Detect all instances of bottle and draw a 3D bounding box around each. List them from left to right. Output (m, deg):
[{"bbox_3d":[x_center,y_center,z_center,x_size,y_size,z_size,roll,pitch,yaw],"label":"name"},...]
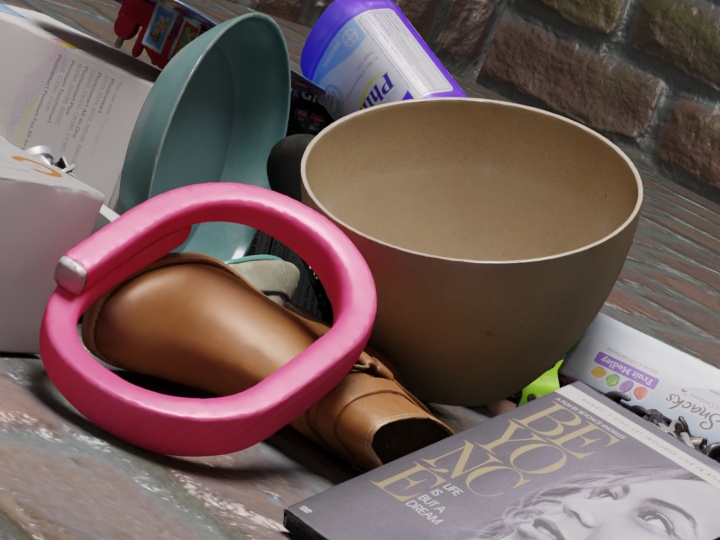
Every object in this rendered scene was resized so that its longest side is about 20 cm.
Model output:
[{"bbox_3d":[0.036,-0.094,1.600,0.065,0.084,0.200,-10,54,-40],"label":"bottle"}]

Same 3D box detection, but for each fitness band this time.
[{"bbox_3d":[-0.077,0.022,1.262,0.144,0.037,0.200,36,42,17],"label":"fitness band"}]

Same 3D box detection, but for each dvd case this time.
[{"bbox_3d":[0.086,0.119,1.165,0.200,0.016,0.149,-20,35,-35],"label":"dvd case"}]

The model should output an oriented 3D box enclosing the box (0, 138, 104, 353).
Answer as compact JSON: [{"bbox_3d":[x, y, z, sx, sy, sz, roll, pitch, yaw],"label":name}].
[{"bbox_3d":[-0.260,-0.041,1.282,0.200,0.098,0.124,27,10,30],"label":"box"}]

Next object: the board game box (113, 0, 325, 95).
[{"bbox_3d":[-0.122,-0.146,1.591,0.200,0.039,0.158,29,-4,-42],"label":"board game box"}]

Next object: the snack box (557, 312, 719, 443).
[{"bbox_3d":[0.220,0.116,1.455,0.200,0.053,0.142,26,-21,22],"label":"snack box"}]

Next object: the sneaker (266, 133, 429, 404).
[{"bbox_3d":[0.000,0.000,1.529,0.200,0.076,0.091,55,28,6],"label":"sneaker"}]

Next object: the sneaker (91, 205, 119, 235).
[{"bbox_3d":[-0.234,-0.038,1.409,0.200,0.071,0.099,24,13,24],"label":"sneaker"}]

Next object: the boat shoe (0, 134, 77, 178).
[{"bbox_3d":[-0.211,-0.047,1.505,0.200,0.069,0.072,34,13,38],"label":"boat shoe"}]

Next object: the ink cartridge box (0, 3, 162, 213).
[{"bbox_3d":[-0.189,-0.087,1.606,0.200,0.125,0.129,26,8,22],"label":"ink cartridge box"}]

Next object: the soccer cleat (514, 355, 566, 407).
[{"bbox_3d":[0.147,0.071,1.707,0.081,0.068,0.200,9,9,4],"label":"soccer cleat"}]

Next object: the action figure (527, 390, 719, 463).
[{"bbox_3d":[0.157,0.124,1.320,0.119,0.102,0.200,9,4,-30],"label":"action figure"}]

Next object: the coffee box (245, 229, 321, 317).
[{"bbox_3d":[0.021,0.002,1.640,0.200,0.080,0.114,14,11,6],"label":"coffee box"}]

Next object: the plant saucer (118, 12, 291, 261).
[{"bbox_3d":[-0.102,-0.067,1.493,0.036,0.200,0.200,18,8,18],"label":"plant saucer"}]

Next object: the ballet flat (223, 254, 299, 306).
[{"bbox_3d":[-0.090,0.030,1.444,0.062,0.067,0.200,56,25,18],"label":"ballet flat"}]

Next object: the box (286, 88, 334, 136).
[{"bbox_3d":[-0.003,-0.049,1.748,0.159,0.046,0.200,21,-28,-6],"label":"box"}]

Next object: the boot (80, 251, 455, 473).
[{"bbox_3d":[-0.042,0.059,1.314,0.200,0.074,0.155,10,19,-43],"label":"boot"}]

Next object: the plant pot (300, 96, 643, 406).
[{"bbox_3d":[0.062,0.001,1.430,0.200,0.135,0.200,2,31,-1],"label":"plant pot"}]
